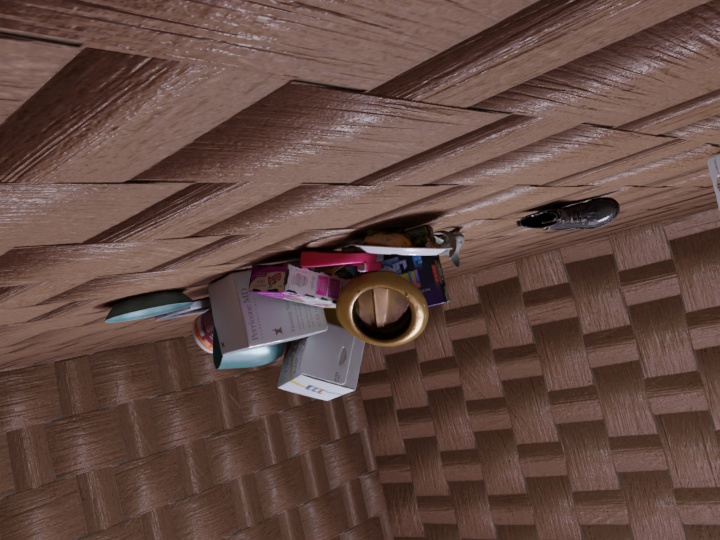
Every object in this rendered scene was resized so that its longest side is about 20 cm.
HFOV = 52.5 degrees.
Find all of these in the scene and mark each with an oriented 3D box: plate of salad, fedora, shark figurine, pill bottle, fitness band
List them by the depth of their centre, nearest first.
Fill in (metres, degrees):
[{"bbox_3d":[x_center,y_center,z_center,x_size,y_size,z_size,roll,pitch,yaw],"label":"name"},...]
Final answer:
[{"bbox_3d":[0.079,-0.056,1.412,0.200,0.048,0.200,1,-177,0],"label":"plate of salad"},{"bbox_3d":[-0.036,-0.020,1.453,0.144,0.037,0.200,3,-177,21],"label":"fitness band"},{"bbox_3d":[0.047,0.064,1.474,0.200,0.201,0.082,-15,-145,21],"label":"fedora"},{"bbox_3d":[0.218,-0.050,1.729,0.128,0.090,0.214,-13,177,-13],"label":"shark figurine"},{"bbox_3d":[-0.349,0.133,1.977,0.200,0.114,0.114,-32,168,24],"label":"pill bottle"}]

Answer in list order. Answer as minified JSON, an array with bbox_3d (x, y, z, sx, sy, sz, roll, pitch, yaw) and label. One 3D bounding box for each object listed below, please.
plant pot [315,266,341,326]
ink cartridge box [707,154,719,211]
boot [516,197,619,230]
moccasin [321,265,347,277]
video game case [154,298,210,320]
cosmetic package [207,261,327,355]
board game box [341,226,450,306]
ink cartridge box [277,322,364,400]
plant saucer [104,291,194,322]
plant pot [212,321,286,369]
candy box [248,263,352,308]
[{"bbox_3d":[-0.085,0.081,1.869,0.200,0.196,0.194,6,165,-37],"label":"plant pot"},{"bbox_3d":[0.782,-0.186,1.390,0.200,0.129,0.125,-15,174,21],"label":"ink cartridge box"},{"bbox_3d":[0.478,-0.122,1.676,0.200,0.069,0.174,-14,176,32],"label":"boot"},{"bbox_3d":[0.000,-0.002,1.787,0.201,0.074,0.078,-6,177,-34],"label":"moccasin"},{"bbox_3d":[-0.451,0.103,2.070,0.182,0.024,0.200,-17,175,42],"label":"video game case"},{"bbox_3d":[-0.210,0.084,1.638,0.200,0.168,0.166,-11,175,-32],"label":"cosmetic package"},{"bbox_3d":[0.073,0.010,1.557,0.200,0.165,0.057,-15,175,21],"label":"board game box"},{"bbox_3d":[-0.097,0.223,1.792,0.145,0.145,0.200,19,156,-18],"label":"ink cartridge box"},{"bbox_3d":[-0.478,0.079,1.653,0.200,0.036,0.200,-14,175,-1],"label":"plant saucer"},{"bbox_3d":[-0.271,0.148,1.814,0.161,0.201,0.201,5,169,-19],"label":"plant pot"},{"bbox_3d":[-0.111,0.035,1.512,0.200,0.061,0.136,14,170,-38],"label":"candy box"}]
